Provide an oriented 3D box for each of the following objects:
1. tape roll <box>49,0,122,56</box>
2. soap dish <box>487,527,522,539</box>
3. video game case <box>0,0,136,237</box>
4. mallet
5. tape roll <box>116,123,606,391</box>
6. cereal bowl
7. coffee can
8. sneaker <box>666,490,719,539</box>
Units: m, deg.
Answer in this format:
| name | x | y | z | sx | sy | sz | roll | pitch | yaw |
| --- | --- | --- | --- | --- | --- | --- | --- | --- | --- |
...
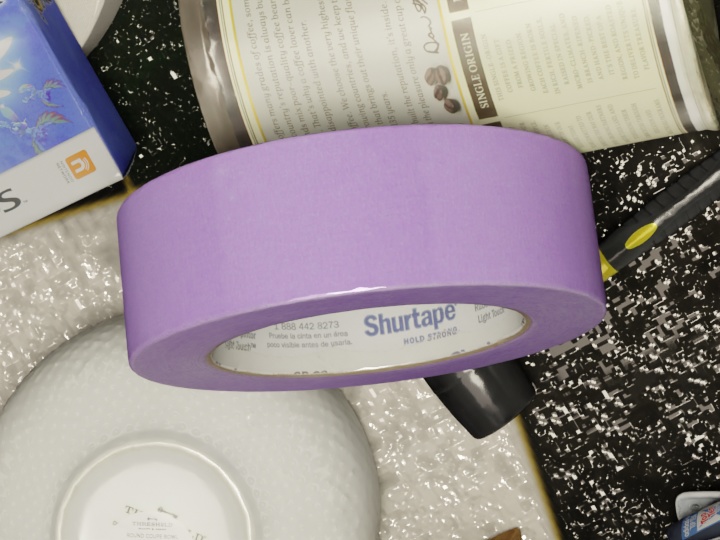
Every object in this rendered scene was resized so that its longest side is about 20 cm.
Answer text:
| name | x | y | z | sx | sy | sz | roll | pitch | yaw |
| --- | --- | --- | --- | --- | --- | --- | --- | --- | --- |
| tape roll | -0.202 | -0.169 | 0.954 | 0.201 | 0.037 | 0.204 | 4 | 108 | 13 |
| soap dish | 0.053 | 0.240 | 0.951 | 0.081 | 0.157 | 0.201 | -4 | 100 | 16 |
| video game case | -0.228 | -0.095 | 0.924 | 0.180 | 0.045 | 0.201 | -25 | 110 | 12 |
| mallet | 0.102 | -0.009 | 0.939 | 0.066 | 0.041 | 0.200 | 44 | 107 | -1 |
| tape roll | 0.000 | 0.000 | 0.848 | 0.199 | 0.200 | 0.066 | -11 | 77 | 16 |
| cereal bowl | -0.091 | 0.119 | 0.972 | 0.199 | 0.083 | 0.202 | 0 | 94 | 3 |
| coffee can | 0.041 | -0.112 | 0.856 | 0.199 | 0.146 | 0.147 | -10 | 105 | 16 |
| sneaker | 0.202 | 0.096 | 0.928 | 0.108 | 0.070 | 0.201 | 13 | 113 | 7 |
